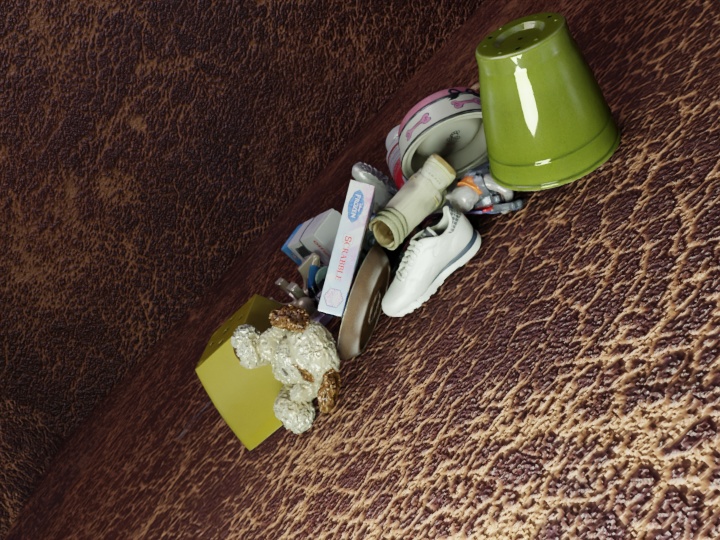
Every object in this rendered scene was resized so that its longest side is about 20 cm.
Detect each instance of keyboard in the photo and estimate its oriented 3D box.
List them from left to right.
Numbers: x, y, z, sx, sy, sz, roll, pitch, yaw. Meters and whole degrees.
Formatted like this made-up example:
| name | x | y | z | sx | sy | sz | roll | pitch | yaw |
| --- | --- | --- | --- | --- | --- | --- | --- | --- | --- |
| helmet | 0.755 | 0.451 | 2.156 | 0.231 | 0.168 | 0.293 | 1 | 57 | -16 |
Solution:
| name | x | y | z | sx | sy | sz | roll | pitch | yaw |
| --- | --- | --- | --- | --- | --- | --- | --- | --- | --- |
| keyboard | 0.021 | 0.010 | 1.224 | 0.202 | 0.039 | 0.104 | -61 | -26 | -2 |

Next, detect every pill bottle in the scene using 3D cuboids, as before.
| name | x | y | z | sx | sy | sz | roll | pitch | yaw |
| --- | --- | --- | --- | --- | --- | --- | --- | --- | --- |
| pill bottle | 0.118 | -0.209 | 1.359 | 0.112 | 0.112 | 0.201 | -40 | 44 | 21 |

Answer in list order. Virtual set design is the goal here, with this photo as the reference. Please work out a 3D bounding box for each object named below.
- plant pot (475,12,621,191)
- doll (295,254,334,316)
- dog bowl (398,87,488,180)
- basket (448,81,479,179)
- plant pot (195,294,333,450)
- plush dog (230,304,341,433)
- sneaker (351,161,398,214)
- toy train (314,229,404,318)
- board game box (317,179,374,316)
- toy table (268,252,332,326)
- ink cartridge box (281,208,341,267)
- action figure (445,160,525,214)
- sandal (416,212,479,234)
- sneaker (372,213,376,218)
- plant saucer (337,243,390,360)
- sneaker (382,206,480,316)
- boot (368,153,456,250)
| name | x | y | z | sx | sy | sz | roll | pitch | yaw |
| --- | --- | --- | --- | --- | --- | --- | --- | --- | --- |
| plant pot | 0.256 | -0.255 | 0.971 | 0.198 | 0.194 | 0.201 | -20 | 32 | 13 |
| doll | -0.056 | 0.024 | 1.355 | 0.200 | 0.137 | 0.048 | -40 | 22 | -26 |
| dog bowl | 0.154 | -0.238 | 1.176 | 0.199 | 0.199 | 0.075 | -36 | 60 | 33 |
| basket | 0.242 | -0.274 | 1.270 | 0.200 | 0.143 | 0.149 | -42 | 15 | 18 |
| plant pot | -0.187 | 0.168 | 1.250 | 0.200 | 0.176 | 0.201 | -40 | 16 | 19 |
| plush dog | -0.088 | 0.137 | 1.056 | 0.160 | 0.201 | 0.172 | -34 | 1 | -26 |
| sneaker | 0.043 | -0.162 | 1.459 | 0.080 | 0.199 | 0.077 | -43 | 43 | 17 |
| toy train | 0.000 | 0.000 | 1.288 | 0.201 | 0.114 | 0.085 | -52 | 29 | -11 |
| board game box | -0.019 | -0.032 | 1.086 | 0.200 | 0.041 | 0.202 | -5 | -70 | -89 |
| toy table | -0.126 | 0.070 | 1.449 | 0.201 | 0.117 | 0.183 | -51 | 16 | -20 |
| ink cartridge box | -0.078 | -0.048 | 1.554 | 0.084 | 0.145 | 0.199 | -53 | 17 | -24 |
| action figure | 0.211 | -0.157 | 1.131 | 0.193 | 0.105 | 0.199 | -39 | 18 | -26 |
| sandal | 0.145 | -0.079 | 1.219 | 0.076 | 0.048 | 0.200 | -51 | 16 | -18 |
| sneaker | 0.073 | -0.098 | 1.423 | 0.199 | 0.074 | 0.083 | -36 | 36 | 10 |
| plant saucer | 0.011 | 0.057 | 1.106 | 0.200 | 0.032 | 0.203 | 17 | -90 | -79 |
| sneaker | 0.098 | -0.013 | 1.077 | 0.200 | 0.080 | 0.077 | -47 | 29 | 6 |
| boot | 0.081 | -0.101 | 1.129 | 0.155 | 0.072 | 0.200 | -48 | -5 | -10 |
